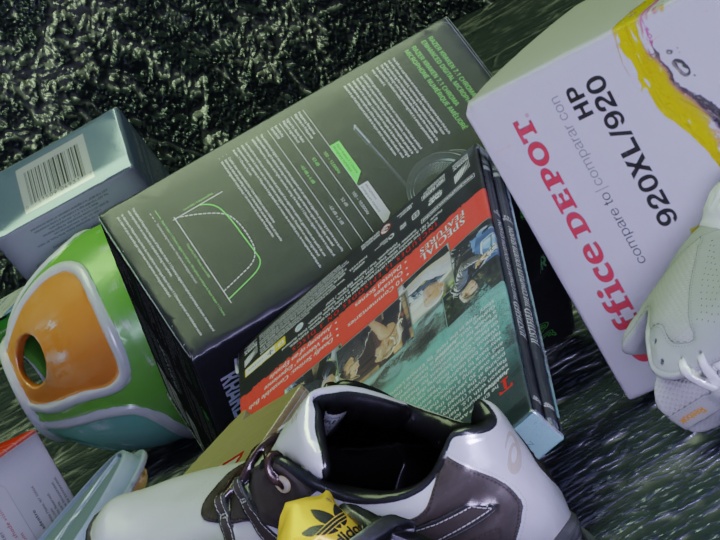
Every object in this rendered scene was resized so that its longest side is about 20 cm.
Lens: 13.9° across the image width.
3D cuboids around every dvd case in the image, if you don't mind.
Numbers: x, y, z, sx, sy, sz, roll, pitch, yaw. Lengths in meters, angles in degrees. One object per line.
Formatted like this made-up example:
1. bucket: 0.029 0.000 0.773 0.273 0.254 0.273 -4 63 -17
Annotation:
1. dvd case: 0.010 0.048 1.167 0.146 0.022 0.200 -41 25 18

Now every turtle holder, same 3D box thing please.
1. turtle holder: -0.136 0.038 1.761 0.131 0.141 0.186 -29 9 8

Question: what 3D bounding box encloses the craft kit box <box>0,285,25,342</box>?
1. craft kit box: -0.392 0.082 2.868 0.197 0.049 0.200 -26 7 8

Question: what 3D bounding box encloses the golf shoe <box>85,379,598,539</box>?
1. golf shoe: -0.016 0.073 0.996 0.199 0.095 0.078 -2 34 32

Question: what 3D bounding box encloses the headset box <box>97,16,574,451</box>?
1. headset box: 0.000 0.000 1.369 0.200 0.093 0.174 -30 -29 -10

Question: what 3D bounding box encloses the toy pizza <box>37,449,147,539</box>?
1. toy pizza: -0.138 0.156 1.154 0.200 0.032 0.200 -52 6 7

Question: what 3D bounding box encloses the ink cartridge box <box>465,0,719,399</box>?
1. ink cartridge box: 0.177 -0.065 1.219 0.200 0.148 0.145 -25 8 31

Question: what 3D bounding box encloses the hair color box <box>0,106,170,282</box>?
1. hair color box: -0.141 -0.001 1.846 0.099 0.200 0.061 -28 44 8

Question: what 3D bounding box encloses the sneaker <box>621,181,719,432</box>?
1. sneaker: 0.151 0.026 1.065 0.092 0.076 0.200 -50 10 -1

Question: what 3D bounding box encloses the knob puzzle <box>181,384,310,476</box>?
1. knob puzzle: -0.088 0.140 1.156 0.220 0.030 0.220 -52 7 9

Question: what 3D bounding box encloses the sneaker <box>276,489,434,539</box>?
1. sneaker: 0.010 0.107 0.894 0.070 0.090 0.200 -35 9 -39

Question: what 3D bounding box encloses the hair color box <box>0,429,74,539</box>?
1. hair color box: -0.196 0.162 1.280 0.061 0.102 0.200 -23 9 44
